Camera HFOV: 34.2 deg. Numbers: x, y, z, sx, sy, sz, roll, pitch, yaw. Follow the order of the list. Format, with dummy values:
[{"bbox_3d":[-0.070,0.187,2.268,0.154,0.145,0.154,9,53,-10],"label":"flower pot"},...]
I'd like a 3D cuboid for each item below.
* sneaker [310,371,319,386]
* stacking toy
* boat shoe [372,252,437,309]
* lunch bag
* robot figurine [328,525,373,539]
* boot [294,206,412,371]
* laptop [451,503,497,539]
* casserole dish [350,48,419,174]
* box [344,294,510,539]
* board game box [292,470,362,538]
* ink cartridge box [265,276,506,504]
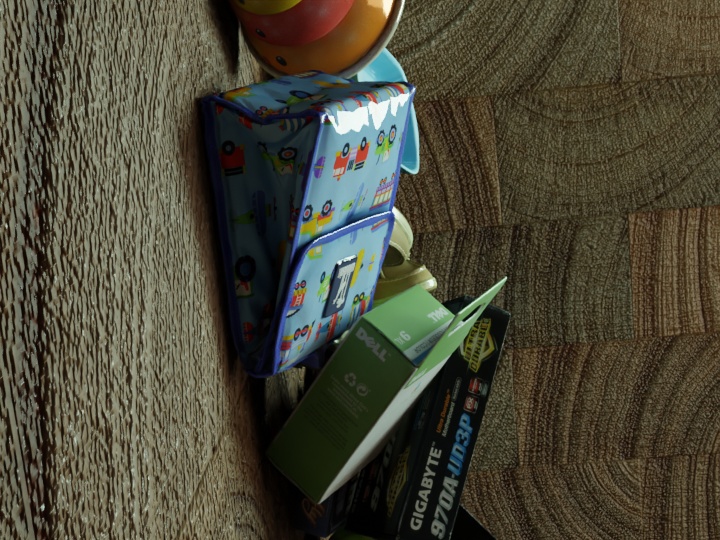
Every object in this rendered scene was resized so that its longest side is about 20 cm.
[{"bbox_3d":[-0.029,0.111,1.226,0.084,0.080,0.200,60,4,4],"label":"sneaker"},{"bbox_3d":[-0.063,-0.227,0.845,0.199,0.144,0.149,19,65,-66],"label":"stacking toy"},{"bbox_3d":[0.002,-0.001,1.188,0.200,0.072,0.064,7,-64,60],"label":"boat shoe"},{"bbox_3d":[-0.037,-0.027,0.819,0.150,0.093,0.203,-31,128,-60],"label":"lunch bag"},{"bbox_3d":[0.014,0.321,1.123,0.201,0.114,0.178,-89,180,-60],"label":"robot figurine"},{"bbox_3d":[-0.021,0.009,0.966,0.199,0.071,0.157,28,57,-54],"label":"boot"},{"bbox_3d":[0.094,0.206,1.150,0.188,0.114,0.203,101,-1,-61],"label":"laptop"},{"bbox_3d":[0.013,-0.160,1.148,0.200,0.038,0.123,22,59,-71],"label":"casserole dish"},{"bbox_3d":[0.053,0.130,0.984,0.159,0.045,0.203,153,-44,-72],"label":"box"},{"bbox_3d":[0.000,0.155,1.083,0.200,0.034,0.138,-8,109,-71],"label":"board game box"},{"bbox_3d":[0.019,0.073,0.882,0.201,0.059,0.104,-56,165,27],"label":"ink cartridge box"}]
